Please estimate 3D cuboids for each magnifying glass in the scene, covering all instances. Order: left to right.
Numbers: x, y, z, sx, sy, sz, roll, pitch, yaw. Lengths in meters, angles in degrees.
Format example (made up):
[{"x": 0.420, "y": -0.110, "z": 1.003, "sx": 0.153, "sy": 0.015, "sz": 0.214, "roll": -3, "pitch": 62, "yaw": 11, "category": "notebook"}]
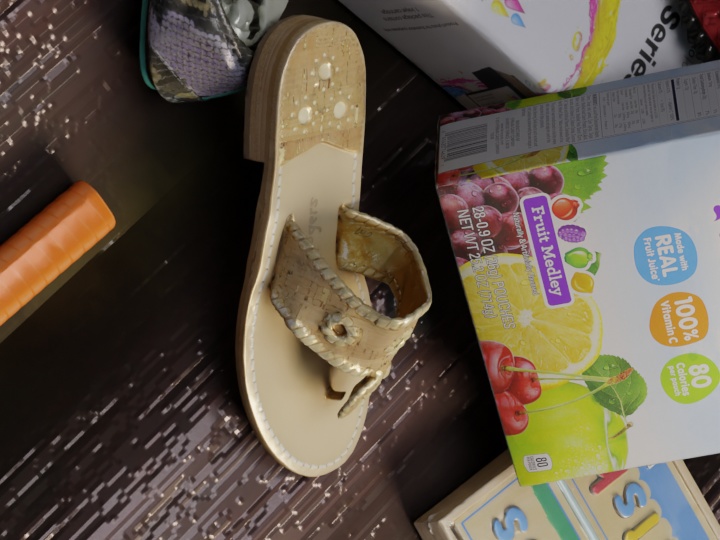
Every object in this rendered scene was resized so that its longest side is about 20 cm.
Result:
[{"x": -0.179, "y": 0.034, "z": 0.894, "sx": 0.200, "sy": 0.022, "sz": 0.080, "roll": -42, "pitch": 112, "yaw": -21, "category": "magnifying glass"}]

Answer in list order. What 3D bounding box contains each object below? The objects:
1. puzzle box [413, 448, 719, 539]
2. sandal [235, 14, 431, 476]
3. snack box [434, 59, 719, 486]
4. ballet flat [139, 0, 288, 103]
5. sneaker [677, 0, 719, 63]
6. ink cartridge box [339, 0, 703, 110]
[{"x": 0.125, "y": 0.165, "z": 1.059, "sx": 0.133, "sy": 0.025, "sz": 0.200, "roll": -35, "pitch": 100, "yaw": -26, "category": "puzzle box"}, {"x": -0.004, "y": 0.002, "z": 0.934, "sx": 0.078, "sy": 0.070, "sz": 0.212, "roll": -21, "pitch": 118, "yaw": -40, "category": "sandal"}, {"x": 0.147, "y": -0.003, "z": 0.972, "sx": 0.200, "sy": 0.068, "sz": 0.169, "roll": -12, "pitch": 122, "yaw": 10, "category": "snack box"}, {"x": -0.056, "y": -0.171, "z": 0.927, "sx": 0.072, "sy": 0.072, "sz": 0.201, "roll": -4, "pitch": 96, "yaw": -31, "category": "ballet flat"}, {"x": 0.234, "y": -0.103, "z": 0.996, "sx": 0.200, "sy": 0.079, "sz": 0.096, "roll": 26, "pitch": 41, "yaw": -2, "category": "sneaker"}, {"x": 0.093, "y": -0.141, "z": 1.010, "sx": 0.200, "sy": 0.084, "sz": 0.145, "roll": 38, "pitch": 74, "yaw": -27, "category": "ink cartridge box"}]
